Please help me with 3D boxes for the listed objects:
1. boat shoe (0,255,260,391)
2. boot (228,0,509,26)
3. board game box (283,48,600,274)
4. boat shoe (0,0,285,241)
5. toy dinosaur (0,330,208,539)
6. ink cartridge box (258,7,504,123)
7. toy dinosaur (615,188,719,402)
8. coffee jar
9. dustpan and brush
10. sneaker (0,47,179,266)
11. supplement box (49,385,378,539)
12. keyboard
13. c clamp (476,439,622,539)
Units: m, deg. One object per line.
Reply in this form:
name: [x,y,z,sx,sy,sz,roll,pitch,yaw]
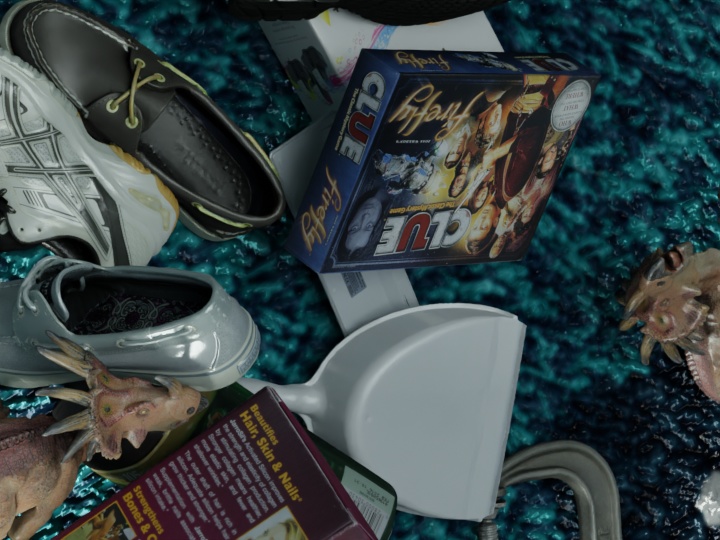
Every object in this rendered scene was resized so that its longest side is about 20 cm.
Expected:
boat shoe: [-0.154,0.021,1.524,0.072,0.200,0.070,65,36,-46]
boot: [0.004,-0.217,1.623,0.199,0.068,0.131,-1,82,-29]
board game box: [0.053,-0.067,1.662,0.200,0.035,0.136,-5,124,-49]
boat shoe: [-0.126,-0.094,1.619,0.201,0.061,0.072,40,68,-22]
toy dinosaur: [-0.191,0.104,1.465,0.200,0.136,0.086,-36,86,-39]
ink cartridge box: [0.018,-0.138,1.699,0.115,0.068,0.200,-35,105,-25]
toy dinosaur: [0.240,0.040,1.805,0.135,0.086,0.200,-39,118,-19]
coffee jar: [-0.082,0.114,1.609,0.200,0.104,0.086,36,68,-22]
dustpan and brush: [-0.004,0.083,1.684,0.199,0.057,0.140,3,102,-31]
sneaker: [-0.196,-0.058,1.569,0.200,0.076,0.088,39,70,-21]
supplement box: [-0.093,0.174,1.496,0.200,0.110,0.086,-35,143,-1]
keyboard: [0.000,0.000,1.694,0.056,0.011,0.200,-33,115,-21]
c clamp: [0.106,0.210,1.754,0.170,0.027,0.201,2,87,-29]
